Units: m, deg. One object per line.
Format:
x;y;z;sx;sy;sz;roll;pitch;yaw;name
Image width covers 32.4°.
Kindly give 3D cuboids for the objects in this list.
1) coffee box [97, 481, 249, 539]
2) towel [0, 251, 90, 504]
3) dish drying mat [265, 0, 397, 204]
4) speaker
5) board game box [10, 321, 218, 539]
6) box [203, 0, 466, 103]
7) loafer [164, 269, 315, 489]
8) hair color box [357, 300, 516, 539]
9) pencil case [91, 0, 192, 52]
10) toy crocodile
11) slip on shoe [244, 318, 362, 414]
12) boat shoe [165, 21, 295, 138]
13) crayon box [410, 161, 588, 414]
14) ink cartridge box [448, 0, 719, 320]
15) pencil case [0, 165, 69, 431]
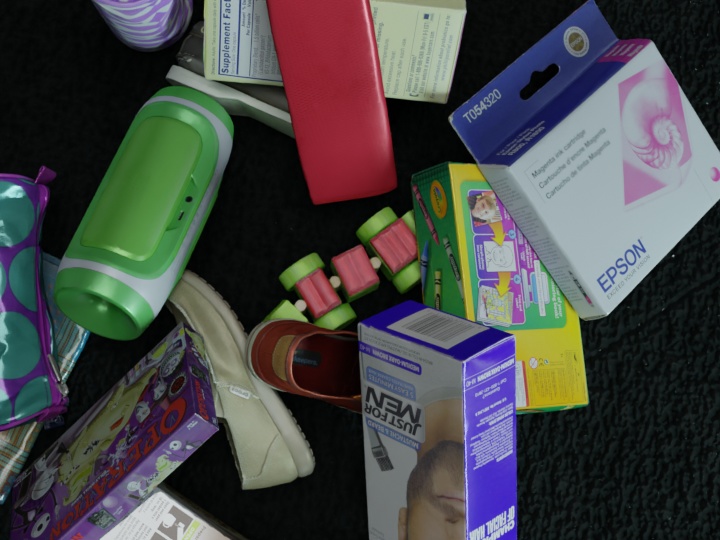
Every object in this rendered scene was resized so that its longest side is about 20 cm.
-0.103;0.245;0.950;0.199;0.113;0.080;34;80;3;coffee box
-0.310;0.069;1.012;0.146;0.022;0.201;25;80;1;towel
-0.020;-0.139;0.960;0.076;0.201;0.018;-7;39;5;dish drying mat
-0.168;-0.048;0.984;0.088;0.089;0.201;21;60;0;speaker
-0.189;0.140;0.930;0.200;0.120;0.032;-43;125;12;board game box
-0.020;-0.238;1.009;0.198;0.097;0.177;6;49;-4;box
-0.111;0.089;0.995;0.068;0.076;0.201;-32;85;-14;loafer
0.059;0.135;0.936;0.065;0.109;0.202;-22;118;-39;hair color box
-0.174;-0.229;0.986;0.085;0.200;0.084;-37;95;-2;pencil case
0.000;0.000;1.025;0.199;0.062;0.068;-32;84;-9;toy crocodile
0.006;0.079;0.983;0.199;0.061;0.075;13;89;-33;slip on shoe
-0.062;-0.147;1.040;0.200;0.072;0.061;23;84;4;boat shoe
0.113;0.016;1.006;0.118;0.058;0.202;0;81;-33;crayon box
0.196;-0.097;1.014;0.196;0.043;0.201;-41;103;-26;ink cartridge box
-0.275;0.025;0.968;0.092;0.085;0.202;-10;82;12;pencil case
